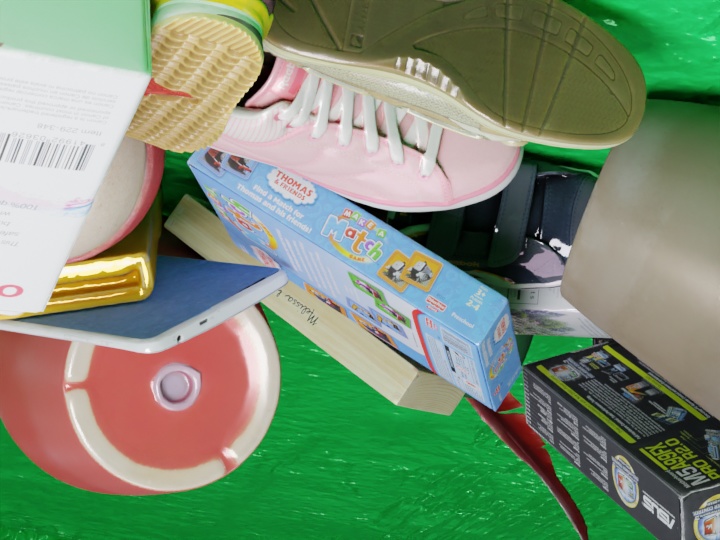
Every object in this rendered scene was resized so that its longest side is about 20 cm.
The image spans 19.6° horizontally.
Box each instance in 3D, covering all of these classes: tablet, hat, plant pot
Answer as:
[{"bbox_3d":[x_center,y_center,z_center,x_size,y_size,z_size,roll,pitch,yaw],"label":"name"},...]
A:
[{"bbox_3d":[-0.156,0.016,1.249,0.199,0.014,0.130,6,-158,37],"label":"tablet"},{"bbox_3d":[0.066,0.081,1.459,0.199,0.177,0.166,6,164,11],"label":"hat"},{"bbox_3d":[0.207,-0.005,1.119,0.173,0.201,0.200,22,166,11],"label":"plant pot"},{"bbox_3d":[-0.141,0.064,1.394,0.199,0.202,0.177,14,180,-18],"label":"plant pot"}]

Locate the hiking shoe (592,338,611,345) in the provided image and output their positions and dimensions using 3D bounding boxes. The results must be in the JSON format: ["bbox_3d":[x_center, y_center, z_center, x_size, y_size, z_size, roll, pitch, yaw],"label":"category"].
[{"bbox_3d":[0.193,0.055,1.442,0.075,0.101,0.200,2,163,20],"label":"hiking shoe"}]

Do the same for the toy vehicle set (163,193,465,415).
[{"bbox_3d":[-0.027,0.024,1.369,0.200,0.027,0.124,37,-175,20],"label":"toy vehicle set"}]

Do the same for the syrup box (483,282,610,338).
[{"bbox_3d":[0.101,-0.005,1.319,0.199,0.082,0.079,1,167,20],"label":"syrup box"}]

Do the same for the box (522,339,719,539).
[{"bbox_3d":[0.211,0.092,1.257,0.159,0.045,0.200,-16,-156,-19],"label":"box"}]

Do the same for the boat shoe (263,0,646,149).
[{"bbox_3d":[0.043,-0.105,1.038,0.199,0.074,0.063,12,171,-3],"label":"boat shoe"}]

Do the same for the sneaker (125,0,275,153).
[{"bbox_3d":[-0.083,-0.121,1.006,0.075,0.091,0.200,17,163,-19],"label":"sneaker"}]

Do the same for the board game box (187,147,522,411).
[{"bbox_3d":[0.000,0.000,1.224,0.199,0.037,0.151,31,169,15],"label":"board game box"}]

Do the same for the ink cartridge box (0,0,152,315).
[{"bbox_3d":[-0.193,-0.071,0.959,0.147,0.086,0.200,8,146,-22],"label":"ink cartridge box"}]

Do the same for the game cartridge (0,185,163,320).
[{"bbox_3d":[-0.211,-0.013,1.296,0.175,0.033,0.200,-8,-164,-1],"label":"game cartridge"}]

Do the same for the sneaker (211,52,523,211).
[{"bbox_3d":[-0.009,-0.085,1.115,0.199,0.076,0.105,13,169,2],"label":"sneaker"}]

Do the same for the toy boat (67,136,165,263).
[{"bbox_3d":[-0.201,-0.074,1.227,0.199,0.131,0.131,2,-167,25],"label":"toy boat"}]

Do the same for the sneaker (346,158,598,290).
[{"bbox_3d":[0.063,-0.035,1.247,0.199,0.079,0.079,4,169,20],"label":"sneaker"}]
